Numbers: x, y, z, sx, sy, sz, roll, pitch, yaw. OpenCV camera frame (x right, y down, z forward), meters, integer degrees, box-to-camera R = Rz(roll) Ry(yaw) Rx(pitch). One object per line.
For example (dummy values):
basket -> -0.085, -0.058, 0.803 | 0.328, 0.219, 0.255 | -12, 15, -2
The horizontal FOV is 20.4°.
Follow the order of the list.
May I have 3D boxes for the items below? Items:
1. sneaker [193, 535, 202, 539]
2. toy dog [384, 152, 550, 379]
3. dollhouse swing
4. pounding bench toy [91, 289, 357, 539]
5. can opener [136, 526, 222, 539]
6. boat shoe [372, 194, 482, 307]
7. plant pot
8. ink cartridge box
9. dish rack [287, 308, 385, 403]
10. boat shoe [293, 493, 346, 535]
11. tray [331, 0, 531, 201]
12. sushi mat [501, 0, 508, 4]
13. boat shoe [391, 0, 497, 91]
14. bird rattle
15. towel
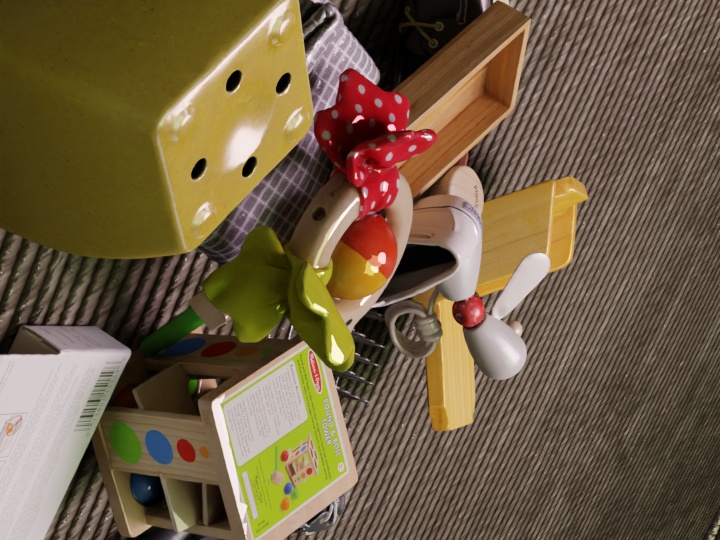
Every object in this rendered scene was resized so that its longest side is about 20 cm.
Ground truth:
sneaker -> -0.109, 0.229, 1.725 | 0.080, 0.077, 0.201 | -51, 157, -40
toy dog -> 0.086, -0.017, 1.629 | 0.096, 0.131, 0.201 | -50, 143, -38
dollhouse swing -> 0.134, 0.031, 1.773 | 0.181, 0.177, 0.200 | -19, 175, 10
pounding bench toy -> -0.118, 0.086, 1.462 | 0.124, 0.155, 0.201 | -33, 117, -44
can opener -> -0.196, 0.263, 1.604 | 0.200, 0.079, 0.063 | -40, 159, -20
boat shoe -> 0.000, 0.000, 1.542 | 0.072, 0.199, 0.066 | 65, 29, -25
plant pot -> -0.139, -0.121, 1.103 | 0.196, 0.200, 0.195 | -47, 153, -25
ink cartridge box -> -0.254, 0.133, 1.360 | 0.173, 0.043, 0.201 | 5, 113, -63
dish rack -> -0.019, 0.060, 1.676 | 0.153, 0.054, 0.201 | 33, 72, -67
boat shoe -> -0.047, 0.188, 1.700 | 0.200, 0.071, 0.073 | -6, 99, -83
tray -> 0.051, -0.111, 1.510 | 0.200, 0.037, 0.099 | -44, 156, -33
sushi mat -> 0.110, -0.259, 1.616 | 0.200, 0.012, 0.096 | 80, 17, -56
boat shoe -> 0.062, -0.180, 1.582 | 0.060, 0.072, 0.202 | -30, 139, -35
bird rattle -> -0.015, -0.029, 1.383 | 0.201, 0.112, 0.163 | -65, 158, -12
towel -> -0.069, -0.102, 1.402 | 0.201, 0.085, 0.166 | -59, 157, -2
